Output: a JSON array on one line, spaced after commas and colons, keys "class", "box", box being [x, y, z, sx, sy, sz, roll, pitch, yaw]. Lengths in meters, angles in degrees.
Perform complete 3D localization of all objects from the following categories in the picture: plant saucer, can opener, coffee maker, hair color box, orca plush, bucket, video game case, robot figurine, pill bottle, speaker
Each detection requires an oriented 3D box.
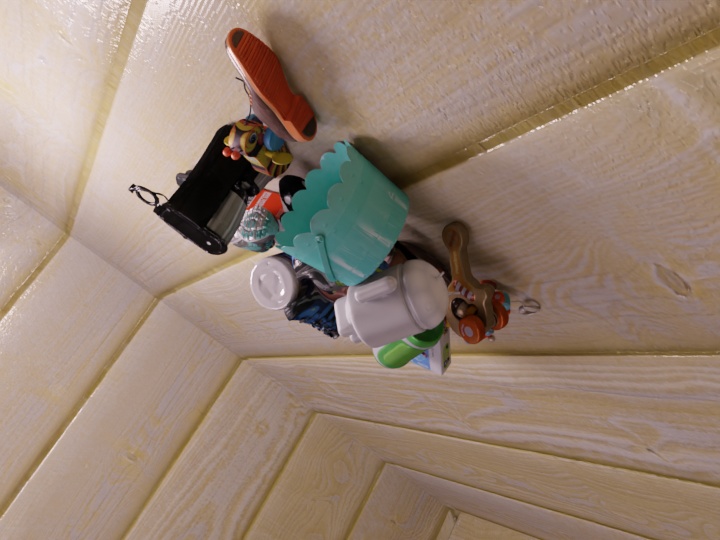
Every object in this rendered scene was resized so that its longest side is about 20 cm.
[{"class": "plant saucer", "box": [0.103, 0.005, 1.219, 0.198, 0.032, 0.201, 27, 157, 12]}, {"class": "can opener", "box": [-0.324, -0.199, 1.353, 0.198, 0.052, 0.067, 11, 116, 39]}, {"class": "coffee maker", "box": [-0.270, -0.162, 1.137, 0.134, 0.202, 0.192, 8, 151, 41]}, {"class": "hair color box", "box": [-0.147, -0.098, 1.295, 0.198, 0.064, 0.111, 17, 154, 29]}, {"class": "orca plush", "box": [-0.085, -0.084, 1.143, 0.071, 0.104, 0.202, 49, 160, 44]}, {"class": "bucket", "box": [-0.028, -0.084, 0.992, 0.134, 0.209, 0.207, 33, 159, -20]}, {"class": "video game case", "box": [0.087, 0.106, 1.287, 0.198, 0.045, 0.183, 19, 136, 30]}, {"class": "robot figurine", "box": [0.056, 0.053, 1.004, 0.198, 0.114, 0.169, -21, 155, 20]}, {"class": "pill bottle", "box": [-0.141, 0.011, 1.343, 0.110, 0.112, 0.200, 25, -162, 16]}, {"class": "speaker", "box": [0.086, 0.126, 1.178, 0.088, 0.089, 0.200, 33, 153, -3]}]

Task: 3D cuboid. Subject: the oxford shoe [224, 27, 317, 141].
[{"class": "oxford shoe", "box": [-0.144, -0.261, 0.921, 0.072, 0.072, 0.200, 0, 143, 34]}]

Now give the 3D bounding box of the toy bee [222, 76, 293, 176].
[{"class": "toy bee", "box": [-0.184, -0.214, 1.040, 0.130, 0.109, 0.200, 13, 152, 42]}]

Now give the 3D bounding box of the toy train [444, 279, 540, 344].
[{"class": "toy train", "box": [0.229, 0.075, 1.166, 0.148, 0.056, 0.200, 14, 150, -24]}]

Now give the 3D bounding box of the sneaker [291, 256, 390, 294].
[{"class": "sneaker", "box": [-0.033, 0.003, 1.126, 0.197, 0.071, 0.084, 8, 108, 25]}]

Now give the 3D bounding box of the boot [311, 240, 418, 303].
[{"class": "boot", "box": [0.000, 0.000, 1.181, 0.188, 0.068, 0.201, 38, 140, 16]}]

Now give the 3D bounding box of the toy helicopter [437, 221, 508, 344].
[{"class": "toy helicopter", "box": [0.163, 0.017, 1.045, 0.131, 0.078, 0.203, 9, 116, 51]}]

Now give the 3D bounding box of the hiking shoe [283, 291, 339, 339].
[{"class": "hiking shoe", "box": [-0.066, 0.095, 1.283, 0.198, 0.088, 0.074, 1, 151, -46]}]

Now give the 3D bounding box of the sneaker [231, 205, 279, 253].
[{"class": "sneaker", "box": [-0.202, -0.075, 1.263, 0.091, 0.079, 0.199, 27, 166, -31]}]
